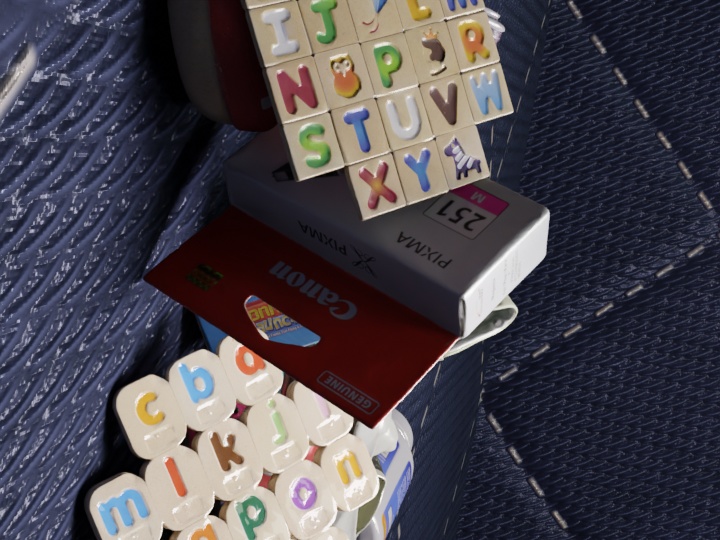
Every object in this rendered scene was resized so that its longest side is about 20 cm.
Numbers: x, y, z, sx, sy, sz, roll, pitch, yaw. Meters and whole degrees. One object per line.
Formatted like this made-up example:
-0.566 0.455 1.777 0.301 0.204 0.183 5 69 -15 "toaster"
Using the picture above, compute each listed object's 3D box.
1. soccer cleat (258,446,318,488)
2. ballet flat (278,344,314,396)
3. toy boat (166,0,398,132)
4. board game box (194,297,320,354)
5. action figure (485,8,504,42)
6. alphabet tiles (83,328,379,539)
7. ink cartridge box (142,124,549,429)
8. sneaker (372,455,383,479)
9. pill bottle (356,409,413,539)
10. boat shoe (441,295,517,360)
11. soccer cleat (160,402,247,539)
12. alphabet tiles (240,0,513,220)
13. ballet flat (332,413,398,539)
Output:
-0.082 0.195 0.921 0.200 0.069 0.085 -52 -173 -10 "soccer cleat"
-0.058 0.140 0.967 0.068 0.068 0.201 -105 -149 -49 "ballet flat"
-0.037 -0.178 0.765 0.131 0.130 0.201 81 24 -57 "toy boat"
0.000 0.000 0.922 0.196 0.199 0.056 -40 111 -73 "board game box"
0.055 -0.180 0.924 0.069 0.130 0.201 43 45 -30 "action figure"
-0.079 0.147 0.802 0.199 0.015 0.197 -26 96 -33 "alphabet tiles"
-0.013 -0.017 0.759 0.173 0.199 0.044 -42 147 -31 "ink cartridge box"
-0.062 0.127 1.083 0.076 0.114 0.201 -41 113 -63 "sneaker"
-0.007 0.223 1.296 0.200 0.111 0.113 -53 152 -63 "pill bottle"
0.053 0.051 1.059 0.199 0.062 0.072 -27 139 -29 "boat shoe"
-0.119 0.149 0.872 0.086 0.069 0.201 -54 -166 46 "soccer cleat"
0.012 -0.139 0.727 0.166 0.006 0.201 -20 96 -30 "alphabet tiles"
-0.005 0.155 1.011 0.069 0.069 0.201 -44 152 -69 "ballet flat"
